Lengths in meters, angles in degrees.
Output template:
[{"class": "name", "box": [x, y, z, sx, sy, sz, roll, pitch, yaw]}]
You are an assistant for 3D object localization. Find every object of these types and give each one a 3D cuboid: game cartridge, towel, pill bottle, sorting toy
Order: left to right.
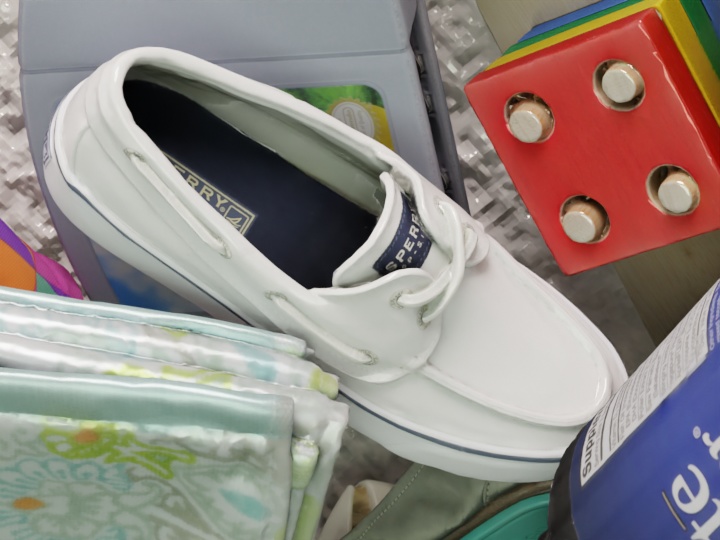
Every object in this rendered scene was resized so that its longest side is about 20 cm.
[{"class": "towel", "box": [-0.112, 0.077, 0.830, 0.200, 0.048, 0.171, 9, 133, -2]}, {"class": "game cartridge", "box": [-0.035, -0.032, 0.873, 0.133, 0.040, 0.200, 0, 134, 16]}, {"class": "pill bottle", "box": [0.123, 0.061, 0.769, 0.112, 0.112, 0.200, 34, 131, -3]}, {"class": "sorting toy", "box": [0.146, -0.024, 0.822, 0.199, 0.070, 0.200, -18, 107, 38]}]

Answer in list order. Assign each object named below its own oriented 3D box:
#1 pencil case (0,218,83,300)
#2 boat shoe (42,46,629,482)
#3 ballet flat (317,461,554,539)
[{"class": "pencil case", "box": [-0.173, -0.010, 0.844, 0.088, 0.088, 0.200, -29, 138, 21]}, {"class": "boat shoe", "box": [0.000, 0.000, 0.809, 0.200, 0.074, 0.065, 26, 156, -13]}, {"class": "ballet flat", "box": [0.023, 0.090, 0.932, 0.067, 0.064, 0.200, 7, 146, -33]}]
